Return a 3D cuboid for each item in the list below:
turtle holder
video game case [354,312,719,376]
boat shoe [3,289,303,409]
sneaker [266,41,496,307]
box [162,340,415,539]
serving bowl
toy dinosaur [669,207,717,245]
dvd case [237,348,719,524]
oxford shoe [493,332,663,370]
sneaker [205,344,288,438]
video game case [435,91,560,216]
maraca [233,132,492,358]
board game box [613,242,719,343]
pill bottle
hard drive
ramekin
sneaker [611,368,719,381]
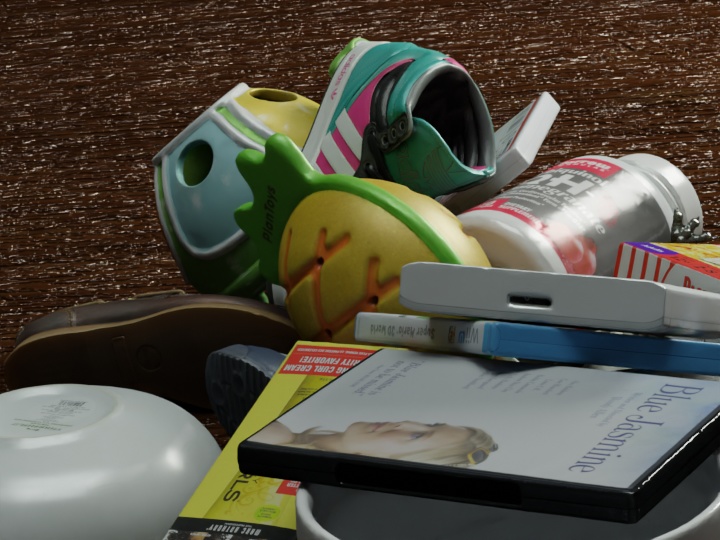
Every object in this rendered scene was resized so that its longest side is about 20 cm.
[{"bbox_3d":[-0.053,-0.056,1.745,0.185,0.132,0.141,-39,2,45],"label":"turtle holder"},{"bbox_3d":[0.096,0.038,1.396,0.143,0.018,0.200,6,-2,-19],"label":"video game case"},{"bbox_3d":[-0.116,0.043,1.646,0.199,0.071,0.070,0,22,14],"label":"boat shoe"},{"bbox_3d":[0.021,-0.048,1.638,0.083,0.201,0.121,27,-17,-35],"label":"sneaker"},{"bbox_3d":[-0.035,0.114,1.342,0.075,0.050,0.200,4,36,26],"label":"box"},{"bbox_3d":[-0.169,0.106,1.470,0.199,0.066,0.200,-4,16,1],"label":"serving bowl"},{"bbox_3d":[0.197,0.007,1.628,0.047,0.088,0.200,44,29,22],"label":"toy dinosaur"},{"bbox_3d":[0.063,0.073,1.237,0.199,0.018,0.143,5,19,29],"label":"dvd case"},{"bbox_3d":[0.162,0.057,1.550,0.199,0.058,0.075,-8,16,-15],"label":"oxford shoe"},{"bbox_3d":[0.000,0.082,1.494,0.082,0.070,0.200,-26,35,-37],"label":"sneaker"},{"bbox_3d":[0.041,-0.033,1.742,0.200,0.017,0.143,-39,7,21],"label":"video game case"},{"bbox_3d":[0.000,0.000,1.556,0.200,0.137,0.107,35,49,27],"label":"maraca"},{"bbox_3d":[0.266,0.025,1.550,0.199,0.046,0.151,1,14,-37],"label":"board game box"},{"bbox_3d":[0.129,-0.008,1.673,0.110,0.111,0.200,7,21,35],"label":"pill bottle"},{"bbox_3d":[0.110,0.017,1.388,0.131,0.027,0.200,4,-1,17],"label":"hard drive"},{"bbox_3d":[0.073,0.142,1.220,0.199,0.105,0.200,-4,18,1],"label":"ramekin"},{"bbox_3d":[0.121,0.094,1.430,0.199,0.077,0.081,-6,9,-26],"label":"sneaker"}]
